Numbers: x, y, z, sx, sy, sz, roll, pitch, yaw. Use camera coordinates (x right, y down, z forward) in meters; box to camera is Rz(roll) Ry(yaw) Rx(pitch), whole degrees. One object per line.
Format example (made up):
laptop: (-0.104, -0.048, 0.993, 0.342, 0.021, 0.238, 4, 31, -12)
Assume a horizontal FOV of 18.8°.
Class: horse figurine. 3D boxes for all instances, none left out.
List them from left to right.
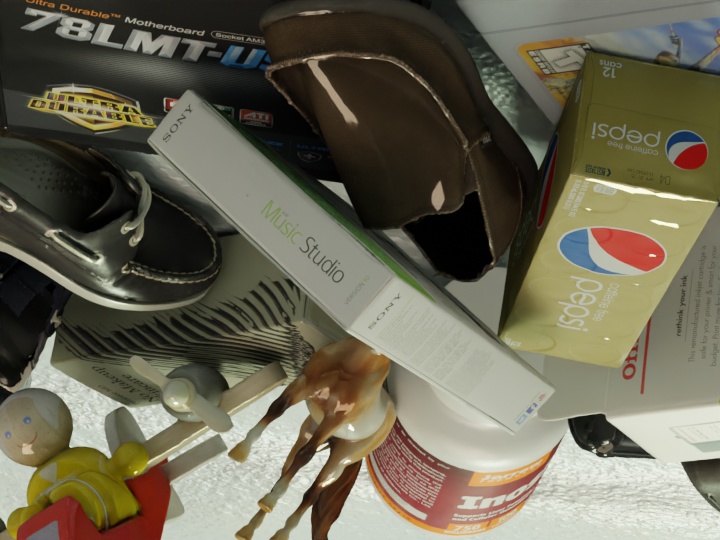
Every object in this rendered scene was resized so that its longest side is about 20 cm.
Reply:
horse figurine: (-0.017, 0.088, 1.186, 0.050, 0.133, 0.200, 34, 158, 17)

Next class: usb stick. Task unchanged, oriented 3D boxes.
usb stick: (0.155, 0.081, 1.249, 0.033, 0.056, 0.200, -15, 170, 18)

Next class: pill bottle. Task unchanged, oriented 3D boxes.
pill bottle: (0.066, 0.077, 1.272, 0.113, 0.113, 0.200, 10, 156, -1)

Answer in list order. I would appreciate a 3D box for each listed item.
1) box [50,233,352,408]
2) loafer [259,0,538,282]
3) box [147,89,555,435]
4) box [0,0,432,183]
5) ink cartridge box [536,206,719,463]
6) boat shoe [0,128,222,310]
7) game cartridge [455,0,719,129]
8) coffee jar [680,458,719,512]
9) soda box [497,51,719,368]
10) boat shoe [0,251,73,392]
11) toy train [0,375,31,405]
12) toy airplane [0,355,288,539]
box: (-0.081, 0.027, 1.272, 0.200, 0.068, 0.082, -12, 149, 38)
loafer: (0.023, -0.054, 0.948, 0.073, 0.071, 0.200, -8, 152, 31)
box: (0.000, 0.000, 1.010, 0.144, 0.036, 0.200, 43, -177, 30)
box: (-0.071, -0.113, 0.993, 0.200, 0.050, 0.199, 9, 156, -2)
ink cartridge box: (0.196, 0.030, 1.118, 0.200, 0.117, 0.067, -9, 148, 36)
boat shoe: (-0.149, -0.036, 1.162, 0.200, 0.074, 0.060, 25, 142, -31)
game cartridge: (0.137, -0.096, 0.967, 0.133, 0.042, 0.200, -1, 154, 31)
coffee jar: (0.287, 0.096, 1.265, 0.200, 0.085, 0.104, -4, 155, 26)
soda box: (0.114, -0.023, 1.018, 0.068, 0.064, 0.200, 11, 155, -2)
boat shoe: (-0.200, 0.008, 1.276, 0.075, 0.093, 0.200, 35, 179, -17)
toy train: (-0.302, 0.056, 1.351, 0.200, 0.085, 0.114, 16, -167, 3)
toy airplane: (-0.153, 0.120, 1.246, 0.141, 0.200, 0.199, 53, 151, -15)
